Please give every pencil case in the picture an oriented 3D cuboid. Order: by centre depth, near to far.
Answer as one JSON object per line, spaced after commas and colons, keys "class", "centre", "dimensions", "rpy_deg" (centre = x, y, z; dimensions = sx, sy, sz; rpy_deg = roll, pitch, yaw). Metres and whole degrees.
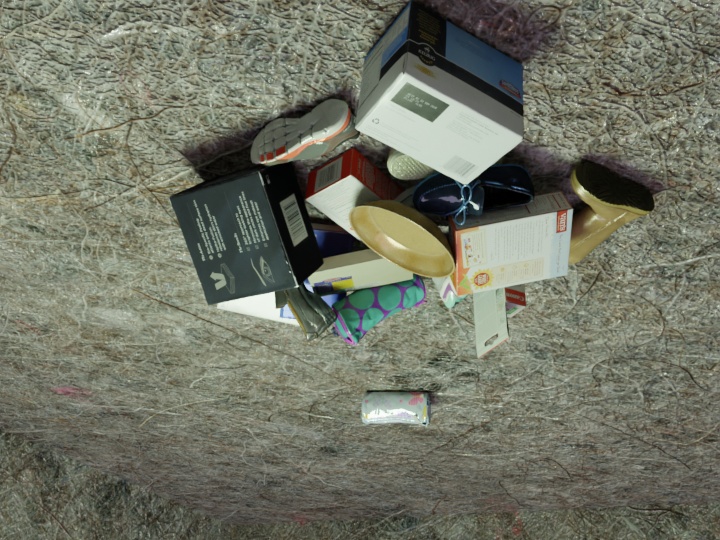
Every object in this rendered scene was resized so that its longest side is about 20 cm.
{"class": "pencil case", "centre": [0.035, 0.067, 1.505], "dimensions": [0.197, 0.094, 0.085], "rpy_deg": [-29, -174, -22]}
{"class": "pencil case", "centre": [0.100, 0.381, 2.103], "dimensions": [0.194, 0.093, 0.084], "rpy_deg": [0, 149, 13]}

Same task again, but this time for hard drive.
{"class": "hard drive", "centre": [-0.086, 0.007, 1.491], "dimensions": [0.128, 0.026, 0.205], "rpy_deg": [5, 120, -5]}

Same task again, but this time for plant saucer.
{"class": "plant saucer", "centre": [0.073, -0.058, 1.264], "dimensions": [0.196, 0.036, 0.201], "rpy_deg": [27, 160, 10]}

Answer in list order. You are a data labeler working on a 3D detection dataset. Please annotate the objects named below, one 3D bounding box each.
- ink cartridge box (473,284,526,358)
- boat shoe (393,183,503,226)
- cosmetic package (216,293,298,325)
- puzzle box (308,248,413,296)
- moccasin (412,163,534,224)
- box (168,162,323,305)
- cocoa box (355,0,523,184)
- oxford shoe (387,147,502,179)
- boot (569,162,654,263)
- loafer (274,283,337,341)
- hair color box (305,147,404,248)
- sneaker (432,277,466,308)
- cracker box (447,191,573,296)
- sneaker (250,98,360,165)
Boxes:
{"class": "ink cartridge box", "centre": [0.257, 0.053, 1.423], "dimensions": [0.049, 0.205, 0.109], "rpy_deg": [12, 150, -21]}
{"class": "boat shoe", "centre": [0.147, -0.107, 1.271], "dimensions": [0.195, 0.066, 0.075], "rpy_deg": [-15, 129, 3]}
{"class": "cosmetic package", "centre": [-0.186, 0.032, 1.563], "dimensions": [0.194, 0.082, 0.115], "rpy_deg": [10, 119, -9]}
{"class": "puzzle box", "centre": [0.000, 0.000, 1.419], "dimensions": [0.194, 0.026, 0.134], "rpy_deg": [-11, 159, 1]}
{"class": "moccasin", "centre": [0.180, -0.123, 1.198], "dimensions": [0.194, 0.069, 0.082], "rpy_deg": [-14, 138, -5]}
{"class": "box", "centre": [-0.193, -0.067, 1.314], "dimensions": [0.195, 0.117, 0.202], "rpy_deg": [-11, 106, 27]}
{"class": "cocoa box", "centre": [0.110, -0.238, 1.045], "dimensions": [0.196, 0.134, 0.133], "rpy_deg": [22, 147, -23]}
{"class": "oxford shoe", "centre": [0.133, -0.181, 1.215], "dimensions": [0.194, 0.058, 0.077], "rpy_deg": [-2, 131, -15]}
{"class": "boot", "centre": [0.373, -0.087, 1.307], "dimensions": [0.171, 0.068, 0.200], "rpy_deg": [20, 148, -19]}
{"class": "loafer", "centre": [-0.134, 0.043, 1.429], "dimensions": [0.200, 0.072, 0.073], "rpy_deg": [44, 168, 6]}
{"class": "hair color box", "centre": [0.011, -0.116, 1.334], "dimensions": [0.109, 0.065, 0.199], "rpy_deg": [-22, 138, 35]}
{"class": "sneaker", "centre": [0.177, -0.024, 1.411], "dimensions": [0.141, 0.077, 0.200], "rpy_deg": [55, 145, 6]}
{"class": "cracker box", "centre": [0.245, -0.043, 1.263], "dimensions": [0.194, 0.058, 0.137], "rpy_deg": [-10, 128, -4]}
{"class": "sneaker", "centre": [-0.086, -0.198, 1.212], "dimensions": [0.196, 0.079, 0.082], "rpy_deg": [-13, 151, 31]}
